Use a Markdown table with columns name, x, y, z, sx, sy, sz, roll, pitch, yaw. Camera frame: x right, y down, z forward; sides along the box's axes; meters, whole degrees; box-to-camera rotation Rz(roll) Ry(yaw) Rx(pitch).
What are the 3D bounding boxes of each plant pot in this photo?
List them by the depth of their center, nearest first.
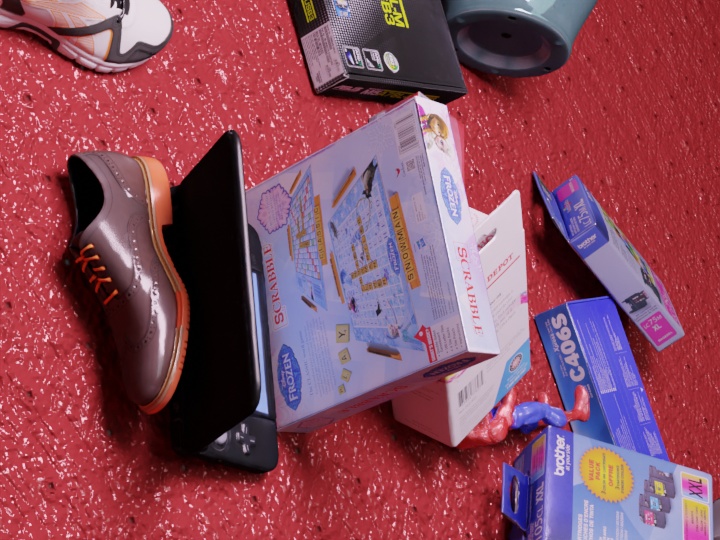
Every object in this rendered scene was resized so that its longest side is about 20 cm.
| name | x | y | z | sx | sy | sz | roll | pitch | yaw |
| --- | --- | --- | --- | --- | --- | --- | --- | --- | --- |
| plant pot | 0.159 | -0.305 | 1.623 | 0.200 | 0.200 | 0.188 | 30 | 64 | -39 |

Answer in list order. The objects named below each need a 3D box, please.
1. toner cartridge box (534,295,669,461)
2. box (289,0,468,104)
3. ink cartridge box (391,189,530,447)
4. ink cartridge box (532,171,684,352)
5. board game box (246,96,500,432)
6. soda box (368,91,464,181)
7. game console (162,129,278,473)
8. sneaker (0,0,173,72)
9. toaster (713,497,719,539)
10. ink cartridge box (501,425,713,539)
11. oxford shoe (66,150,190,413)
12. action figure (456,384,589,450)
| name | x | y | z | sx | sy | sz | roll | pitch | yaw |
| --- | --- | --- | --- | --- | --- | --- | --- | --- | --- |
| toner cartridge box | 0.242 | 0.128 | 1.587 | 0.095 | 0.043 | 0.200 | -5 | 74 | -52 |
| box | 0.006 | -0.256 | 1.507 | 0.193 | 0.047 | 0.200 | -1 | 72 | -50 |
| ink cartridge box | 0.077 | 0.030 | 1.303 | 0.115 | 0.068 | 0.200 | -42 | 141 | -33 |
| ink cartridge box | 0.256 | -0.019 | 1.661 | 0.200 | 0.042 | 0.119 | 46 | 17 | -22 |
| board game box | 0.000 | 0.000 | 1.219 | 0.041 | 0.199 | 0.200 | 10 | 63 | -47 |
| soda box | 0.049 | -0.055 | 1.431 | 0.070 | 0.063 | 0.200 | 31 | 48 | -39 |
| game console | -0.078 | 0.028 | 1.147 | 0.176 | 0.116 | 0.200 | 26 | 53 | -55 |
| sneaker | -0.205 | -0.202 | 1.180 | 0.200 | 0.080 | 0.074 | 11 | 60 | -50 |
| toaster | 0.474 | 0.305 | 1.649 | 0.181 | 0.200 | 0.119 | 62 | 31 | -6 |
| ink cartridge box | 0.207 | 0.225 | 1.419 | 0.200 | 0.076 | 0.137 | 16 | 53 | -13 |
| oxford shoe | -0.170 | 0.006 | 1.122 | 0.072 | 0.071 | 0.200 | 12 | 52 | -38 |
| action figure | 0.127 | 0.106 | 1.437 | 0.200 | 0.065 | 0.099 | -8 | 84 | -54 |
